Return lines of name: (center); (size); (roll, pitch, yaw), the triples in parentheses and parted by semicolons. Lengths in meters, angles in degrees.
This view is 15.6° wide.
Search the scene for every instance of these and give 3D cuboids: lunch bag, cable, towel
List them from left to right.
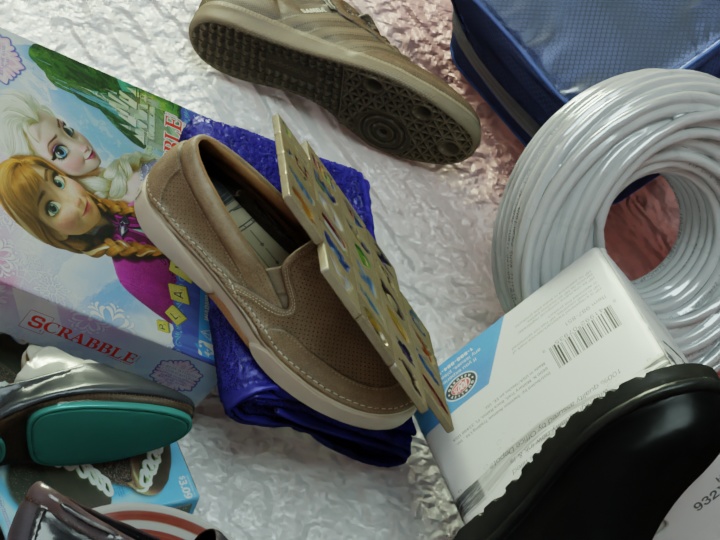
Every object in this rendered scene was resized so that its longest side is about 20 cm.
towel: (-0.033, 0.009, 1.544); (0.148, 0.050, 0.200); (22, 45, -44)
lunch bag: (0.152, -0.142, 1.684); (0.136, 0.132, 0.200); (-32, 65, -12)
cable: (0.172, -0.024, 1.580); (0.200, 0.200, 0.069); (6, 14, -30)

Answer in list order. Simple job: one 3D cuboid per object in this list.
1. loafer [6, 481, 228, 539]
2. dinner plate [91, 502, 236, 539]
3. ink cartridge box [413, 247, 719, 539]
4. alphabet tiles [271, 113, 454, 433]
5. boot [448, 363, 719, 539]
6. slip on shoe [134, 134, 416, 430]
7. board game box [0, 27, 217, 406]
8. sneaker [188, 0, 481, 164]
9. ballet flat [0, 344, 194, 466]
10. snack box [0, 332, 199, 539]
loafer: (-0.092, 0.158, 1.377); (0.200, 0.072, 0.063); (14, 84, -27)
dinner plate: (-0.111, 0.222, 1.401); (0.200, 0.024, 0.201); (16, 61, -31)
ink cartridge box: (0.127, 0.103, 1.456); (0.145, 0.084, 0.200); (-37, 34, 8)
alphabet tiles: (0.000, 0.000, 1.469); (0.006, 0.167, 0.200); (-31, 21, 8)
boot: (0.133, 0.164, 1.293); (0.079, 0.211, 0.158); (22, 27, -54)
slip on shoe: (-0.037, 0.005, 1.460); (0.200, 0.061, 0.076); (46, 43, 4)
board game box: (-0.169, -0.039, 1.528); (0.199, 0.041, 0.200); (22, 42, -24)
sneaker: (-0.007, -0.140, 1.679); (0.200, 0.071, 0.076); (25, 53, 1)
ballet flat: (-0.192, 0.076, 1.435); (0.199, 0.073, 0.073); (-12, 60, -16)
snack box: (-0.181, 0.067, 1.508); (0.116, 0.037, 0.200); (-12, 60, -24)
